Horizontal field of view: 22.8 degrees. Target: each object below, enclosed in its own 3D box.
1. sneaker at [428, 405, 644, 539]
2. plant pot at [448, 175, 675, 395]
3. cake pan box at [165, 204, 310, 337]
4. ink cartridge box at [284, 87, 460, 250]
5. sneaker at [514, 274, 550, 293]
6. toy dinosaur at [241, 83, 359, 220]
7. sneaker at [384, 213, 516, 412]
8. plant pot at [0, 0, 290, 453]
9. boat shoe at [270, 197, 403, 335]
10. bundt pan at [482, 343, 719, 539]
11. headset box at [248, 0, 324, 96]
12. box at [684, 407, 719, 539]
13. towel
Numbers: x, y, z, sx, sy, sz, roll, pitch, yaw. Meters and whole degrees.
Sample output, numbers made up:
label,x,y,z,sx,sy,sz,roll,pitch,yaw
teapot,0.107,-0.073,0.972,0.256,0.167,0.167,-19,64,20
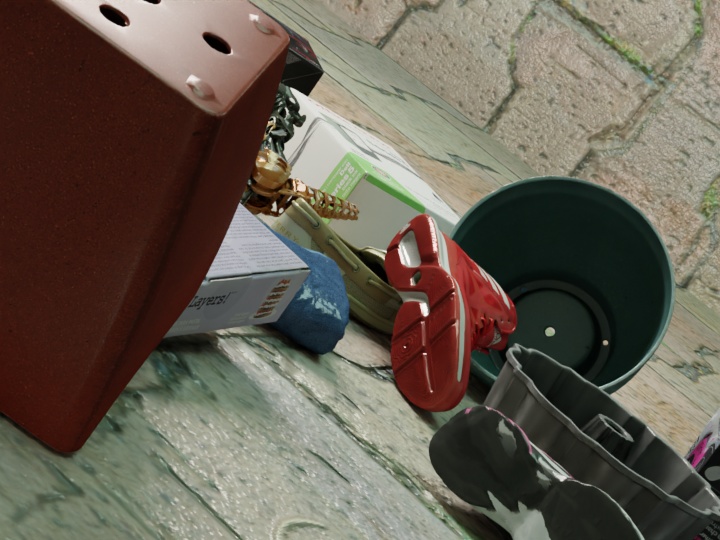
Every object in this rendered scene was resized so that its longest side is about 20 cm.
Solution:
label,x,y,z,sx,sy,sz,roll,pitch,yaw
sneaker,0.133,0.167,1.149,0.200,0.080,0.086,52,8,38
plant pot,0.167,0.037,1.552,0.200,0.200,0.134,40,-16,18
cake pan box,-0.151,-0.035,1.094,0.184,0.052,0.200,40,21,20
ink cartridge box,-0.005,-0.075,1.691,0.145,0.084,0.200,28,14,-36
sneaker,0.130,-0.011,1.728,0.076,0.081,0.200,32,-6,-25
toy dinosaur,-0.096,-0.089,1.521,0.200,0.102,0.136,46,28,-33
sneaker,0.086,0.047,1.398,0.115,0.078,0.200,32,35,-28
plant pot,-0.146,-0.069,0.875,0.200,0.176,0.200,36,27,-4
boat shoe,-0.002,-0.002,1.453,0.200,0.063,0.073,26,15,-43
bundt pan,0.170,0.146,1.332,0.202,0.076,0.202,35,10,-7
headset box,-0.133,-0.270,2.132,0.148,0.075,0.200,33,12,-16
box,0.329,0.199,1.506,0.132,0.115,0.200,37,10,8
towel,-0.096,-0.018,1.273,0.200,0.049,0.112,33,12,-18
